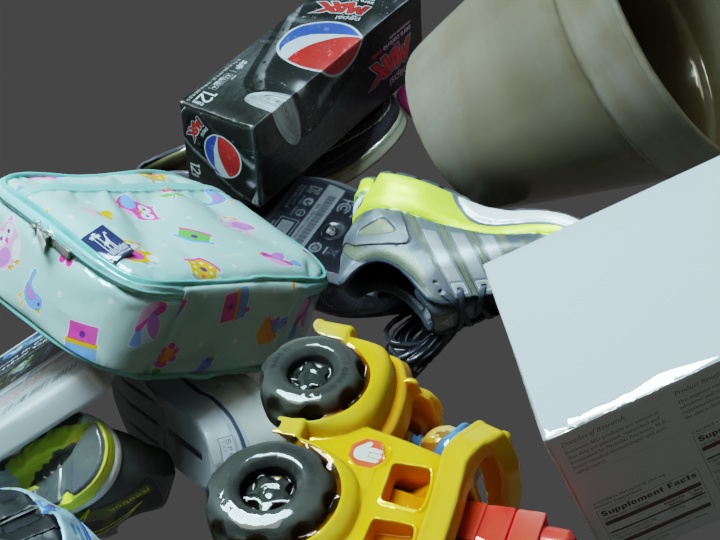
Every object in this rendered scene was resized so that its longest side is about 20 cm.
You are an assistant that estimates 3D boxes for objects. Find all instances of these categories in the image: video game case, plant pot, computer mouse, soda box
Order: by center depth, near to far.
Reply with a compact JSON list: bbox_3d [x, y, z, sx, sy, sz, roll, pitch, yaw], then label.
[{"bbox_3d":[0.131,-0.125,1.348,0.173,0.200,0.200,-26,35,30],"label":"plant pot"},{"bbox_3d":[-0.225,0.085,1.353,0.200,0.023,0.182,-33,15,15],"label":"video game case"},{"bbox_3d":[0.000,0.000,1.394,0.200,0.053,0.139,21,57,32],"label":"computer mouse"},{"bbox_3d":[-0.037,-0.128,1.458,0.063,0.071,0.200,21,45,27],"label":"soda box"}]

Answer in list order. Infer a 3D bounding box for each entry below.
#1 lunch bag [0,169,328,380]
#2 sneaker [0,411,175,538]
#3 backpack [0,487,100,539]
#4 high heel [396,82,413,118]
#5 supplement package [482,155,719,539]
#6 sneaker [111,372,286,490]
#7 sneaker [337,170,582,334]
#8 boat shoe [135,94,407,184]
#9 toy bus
[{"bbox_3d":[-0.131,-0.004,1.306,0.160,0.200,0.077,38,113,33],"label":"lunch bag"},{"bbox_3d":[-0.194,0.148,1.338,0.200,0.084,0.075,-22,57,45],"label":"sneaker"},{"bbox_3d":[-0.227,0.219,1.230,0.200,0.154,0.163,-56,36,2],"label":"backpack"},{"bbox_3d":[0.112,-0.174,1.494,0.096,0.067,0.200,29,69,37],"label":"high heel"},{"bbox_3d":[0.190,0.037,1.169,0.200,0.111,0.156,-24,37,7],"label":"supplement package"},{"bbox_3d":[-0.102,0.085,1.358,0.071,0.073,0.200,-12,26,-26],"label":"sneaker"},{"bbox_3d":[0.077,0.006,1.294,0.199,0.074,0.081,14,62,22],"label":"sneaker"},{"bbox_3d":[-0.065,-0.085,1.516,0.200,0.065,0.072,-22,35,9],"label":"boat shoe"},{"bbox_3d":[0.028,0.135,1.163,0.191,0.136,0.200,3,44,19],"label":"toy bus"}]
